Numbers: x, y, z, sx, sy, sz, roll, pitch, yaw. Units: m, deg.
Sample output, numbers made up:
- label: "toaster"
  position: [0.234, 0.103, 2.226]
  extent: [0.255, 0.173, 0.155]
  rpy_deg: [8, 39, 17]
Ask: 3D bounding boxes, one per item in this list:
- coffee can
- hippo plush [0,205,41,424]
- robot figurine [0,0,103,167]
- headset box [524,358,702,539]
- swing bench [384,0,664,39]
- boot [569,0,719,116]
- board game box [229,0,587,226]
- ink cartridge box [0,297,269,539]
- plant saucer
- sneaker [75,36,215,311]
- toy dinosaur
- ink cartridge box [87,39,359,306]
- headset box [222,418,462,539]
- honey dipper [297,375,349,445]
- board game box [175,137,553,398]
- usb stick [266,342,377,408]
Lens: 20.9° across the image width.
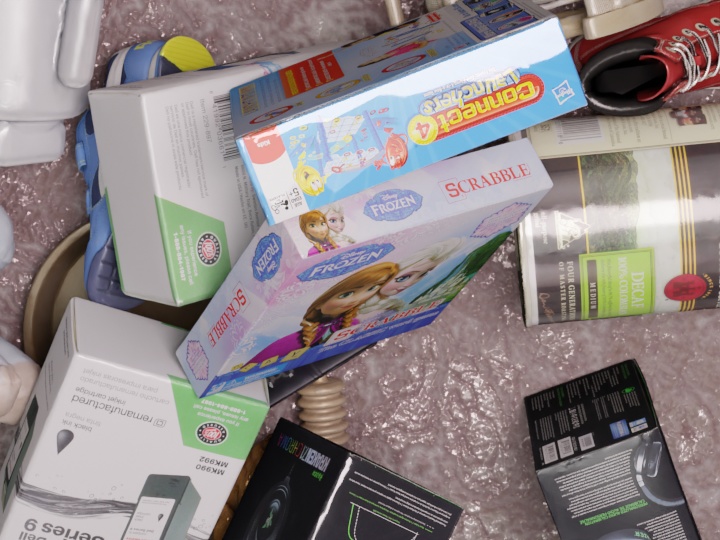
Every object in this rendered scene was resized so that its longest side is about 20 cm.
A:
- label: "coffee can"
  position: [0.207, -0.041, 1.365]
  extent: [0.200, 0.146, 0.147]
  rpy_deg: [-6, 103, 4]
- label: "hippo plush"
  position: [-0.301, 0.017, 1.418]
  extent: [0.159, 0.200, 0.161]
  rpy_deg: [20, 82, -43]
- label: "robot figurine"
  position: [-0.242, -0.176, 1.364]
  extent: [0.169, 0.113, 0.200]
  rpy_deg: [14, 106, 34]
- label: "headset box"
  position: [0.196, 0.190, 1.405]
  extent: [0.093, 0.174, 0.200]
  rpy_deg: [-20, 101, 7]
- label: "swing bench"
  position: [0.096, -0.250, 1.328]
  extent: [0.200, 0.130, 0.199]
  rpy_deg: [-14, 102, 5]
- label: "boot"
  position: [0.243, -0.149, 1.340]
  extent: [0.200, 0.144, 0.073]
  rpy_deg: [-14, 101, 4]
- label: "board game box"
  position: [0.021, -0.106, 1.190]
  extent: [0.196, 0.200, 0.056]
  rpy_deg: [-21, 104, 1]
- label: "ink cartridge box"
  position: [-0.168, 0.138, 1.380]
  extent: [0.146, 0.084, 0.200]
  rpy_deg: [16, 114, -19]
- label: "plant saucer"
  position: [-0.151, 0.047, 1.458]
  extent: [0.200, 0.029, 0.200]
  rpy_deg: [0, 103, 1]
- label: "sneaker"
  position: [-0.162, -0.069, 1.393]
  extent: [0.082, 0.074, 0.200]
  rpy_deg: [11, 84, 39]
- label: "toy dinosaur"
  position: [-0.116, 0.183, 1.486]
  extent: [0.200, 0.060, 0.106]
  rpy_deg: [-29, 90, 19]
- label: "ink cartridge box"
  position: [-0.072, -0.071, 1.346]
  extent: [0.200, 0.087, 0.146]
  rpy_deg: [-16, 103, -31]
- label: "headset box"
  position: [-0.038, 0.219, 1.337]
  extent: [0.093, 0.174, 0.200]
  rpy_deg: [27, 86, -17]
- label: "honey dipper"
  position: [-0.033, 0.031, 1.449]
  extent: [0.038, 0.038, 0.200]
  rpy_deg: [-3, 100, 3]
- label: "board game box"
  position: [0.000, 0.000, 1.287]
  extent: [0.200, 0.200, 0.041]
  rpy_deg: [-17, 70, -31]
- label: "usb stick"
  position: [-0.077, 0.076, 1.429]
  extent: [0.200, 0.033, 0.055]
  rpy_deg: [-32, 101, 11]
